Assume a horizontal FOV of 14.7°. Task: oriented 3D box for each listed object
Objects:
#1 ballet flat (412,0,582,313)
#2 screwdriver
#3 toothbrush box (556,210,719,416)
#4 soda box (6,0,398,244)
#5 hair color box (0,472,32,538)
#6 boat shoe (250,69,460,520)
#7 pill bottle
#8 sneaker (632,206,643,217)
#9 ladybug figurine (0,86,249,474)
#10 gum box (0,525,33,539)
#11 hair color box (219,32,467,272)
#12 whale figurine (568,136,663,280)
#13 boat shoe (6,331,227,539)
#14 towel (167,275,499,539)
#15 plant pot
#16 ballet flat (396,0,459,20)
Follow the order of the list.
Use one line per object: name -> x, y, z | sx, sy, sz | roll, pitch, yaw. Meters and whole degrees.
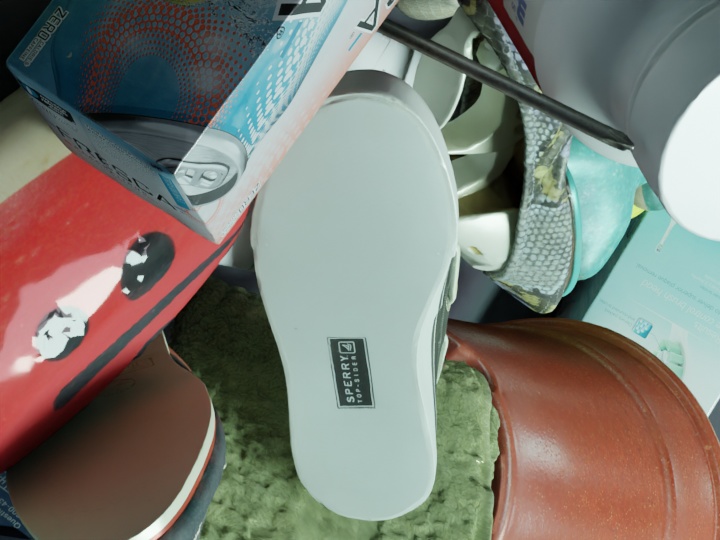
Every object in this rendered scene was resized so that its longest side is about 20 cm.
ballet flat -> 0.048, -0.048, 1.039 | 0.072, 0.072, 0.200 | -44, 156, -29
screwdriver -> 0.007, -0.077, 0.862 | 0.029, 0.200, 0.028 | -10, 122, -56
toothbrush box -> 0.170, -0.003, 1.445 | 0.200, 0.085, 0.146 | -59, -179, 11
soda box -> -0.013, -0.111, 0.814 | 0.200, 0.064, 0.068 | -55, 163, -9
hair color box -> -0.179, 0.156, 1.000 | 0.200, 0.060, 0.100 | -41, 156, -36
boat shoe -> 0.000, 0.000, 0.997 | 0.064, 0.071, 0.200 | -81, 174, -47
pill bottle -> 0.092, -0.105, 0.877 | 0.112, 0.200, 0.112 | -14, 137, -14
sneaker -> 0.099, -0.057, 1.287 | 0.084, 0.074, 0.200 | -61, 168, 23
ladybug figurine -> -0.103, 0.001, 0.889 | 0.200, 0.072, 0.136 | -45, 169, -15
gum box -> -0.195, 0.169, 0.871 | 0.170, 0.045, 0.200 | 15, 98, -44
hair color box -> -0.016, -0.050, 1.050 | 0.099, 0.061, 0.200 | -58, 160, 7
whale figurine -> 0.126, -0.086, 1.173 | 0.200, 0.104, 0.159 | -65, 148, -43
boat shoe -> -0.079, 0.067, 0.943 | 0.071, 0.200, 0.063 | -16, 110, -4
towel -> -0.019, 0.100, 1.062 | 0.036, 0.148, 0.200 | 129, -25, -47
plant pot -> 0.039, 0.104, 1.247 | 0.201, 0.201, 0.195 | -58, 152, 6
ballet flat -> 0.040, -0.140, 1.035 | 0.067, 0.062, 0.200 | -50, 159, -15
